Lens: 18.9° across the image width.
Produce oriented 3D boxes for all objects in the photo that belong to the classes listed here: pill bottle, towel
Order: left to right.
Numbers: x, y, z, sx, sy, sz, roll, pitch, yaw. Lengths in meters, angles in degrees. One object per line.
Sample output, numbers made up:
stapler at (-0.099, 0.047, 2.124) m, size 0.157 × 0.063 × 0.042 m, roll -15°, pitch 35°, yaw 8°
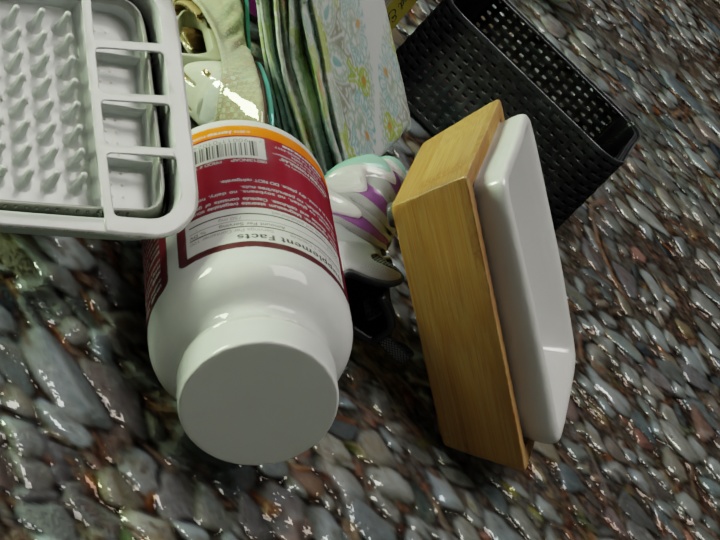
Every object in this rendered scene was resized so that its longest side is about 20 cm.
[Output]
pill bottle at (-0.064, 0.012, 1.203) m, size 0.113 × 0.113 × 0.200 m, roll 32°, pitch 26°, yaw -27°
towel at (-0.020, -0.158, 1.561) m, size 0.200 × 0.048 × 0.171 m, roll -48°, pitch 129°, yaw -66°

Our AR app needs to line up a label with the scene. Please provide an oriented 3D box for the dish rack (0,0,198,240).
dish rack at (-0.191, -0.090, 1.147) m, size 0.200 × 0.044 × 0.172 m, roll 4°, pitch 62°, yaw -26°

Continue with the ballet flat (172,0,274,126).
ballet flat at (-0.101, -0.131, 1.481) m, size 0.062 × 0.067 × 0.200 m, roll 4°, pitch 32°, yaw -13°

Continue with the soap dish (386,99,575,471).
soap dish at (0.081, 0.009, 1.393) m, size 0.157 × 0.081 × 0.200 m, roll -64°, pitch 145°, yaw -66°

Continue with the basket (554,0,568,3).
basket at (0.205, -0.405, 2.318) m, size 0.176 × 0.139 × 0.200 m, roll 28°, pitch 58°, yaw -34°

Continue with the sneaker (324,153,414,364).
sneaker at (0.000, 0.000, 1.394) m, size 0.200 × 0.078 × 0.140 m, roll -12°, pitch 60°, yaw -52°

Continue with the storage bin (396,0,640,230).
storage bin at (0.126, -0.140, 1.814) m, size 0.200 × 0.094 × 0.135 m, roll 45°, pitch 22°, yaw -1°

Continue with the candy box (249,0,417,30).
candy box at (-0.041, -0.255, 1.672) m, size 0.200 × 0.136 × 0.061 m, roll 25°, pitch 26°, yaw -37°
